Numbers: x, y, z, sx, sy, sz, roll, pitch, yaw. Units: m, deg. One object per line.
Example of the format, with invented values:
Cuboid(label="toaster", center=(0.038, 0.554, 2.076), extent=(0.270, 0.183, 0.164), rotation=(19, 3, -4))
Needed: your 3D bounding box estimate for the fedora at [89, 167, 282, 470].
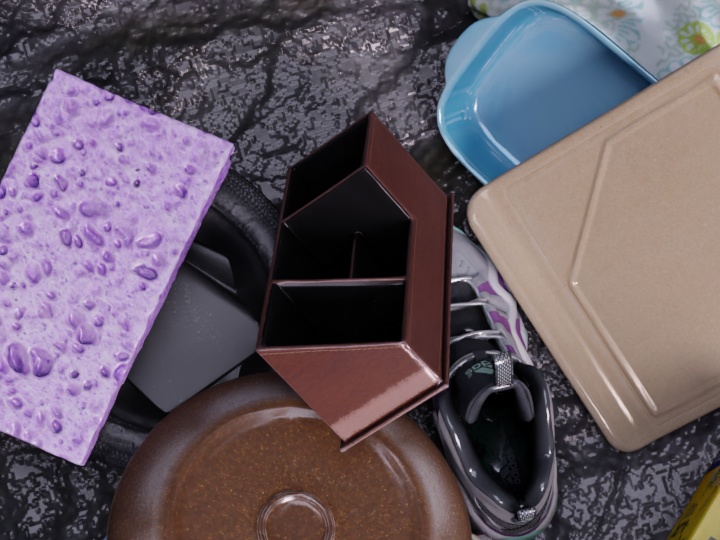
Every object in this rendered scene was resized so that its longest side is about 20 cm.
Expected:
Cuboid(label="fedora", center=(-0.119, 0.026, 1.179), extent=(0.200, 0.092, 0.201), rotation=(0, 80, -3))

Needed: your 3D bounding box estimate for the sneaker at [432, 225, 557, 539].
Cuboid(label="sneaker", center=(0.070, 0.052, 1.148), extent=(0.078, 0.140, 0.201), rotation=(-20, 77, -3))

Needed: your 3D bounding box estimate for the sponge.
Cuboid(label="sponge", center=(-0.161, -0.003, 1.118), extent=(0.111, 0.030, 0.200), rotation=(24, 80, 1))

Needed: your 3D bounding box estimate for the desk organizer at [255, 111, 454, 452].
Cuboid(label="desk organizer", center=(0.000, 0.000, 1.112), extent=(0.072, 0.200, 0.077), rotation=(-33, 114, 21))

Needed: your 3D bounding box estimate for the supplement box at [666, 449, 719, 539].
Cuboid(label="supplement box", center=(0.214, 0.198, 1.134), extent=(0.109, 0.110, 0.200), rotation=(31, 79, 6))

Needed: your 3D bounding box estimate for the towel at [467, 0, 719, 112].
Cuboid(label="towel", center=(0.195, -0.165, 1.246), extent=(0.200, 0.048, 0.171), rotation=(41, 80, 8))

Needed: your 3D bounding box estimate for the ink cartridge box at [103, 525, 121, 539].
Cuboid(label="ink cartridge box", center=(-0.063, 0.223, 1.124), extent=(0.200, 0.115, 0.068), rotation=(27, 78, 5))

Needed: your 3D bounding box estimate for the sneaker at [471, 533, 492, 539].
Cuboid(label="sneaker", center=(0.033, 0.182, 1.157), extent=(0.200, 0.081, 0.088), rotation=(28, 77, -3))

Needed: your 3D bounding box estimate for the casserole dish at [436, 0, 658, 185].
Cuboid(label="casserole dish", center=(0.139, -0.077, 1.207), extent=(0.200, 0.039, 0.121), rotation=(42, 116, 6))

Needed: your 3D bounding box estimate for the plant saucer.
Cuboid(label="plant saucer", center=(-0.036, 0.142, 1.075), extent=(0.200, 0.037, 0.201), rotation=(2, 66, -5))

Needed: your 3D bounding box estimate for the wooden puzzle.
Cuboid(label="wooden puzzle", center=(0.189, -0.014, 1.169), extent=(0.200, 0.037, 0.185), rotation=(-31, 96, 20))
